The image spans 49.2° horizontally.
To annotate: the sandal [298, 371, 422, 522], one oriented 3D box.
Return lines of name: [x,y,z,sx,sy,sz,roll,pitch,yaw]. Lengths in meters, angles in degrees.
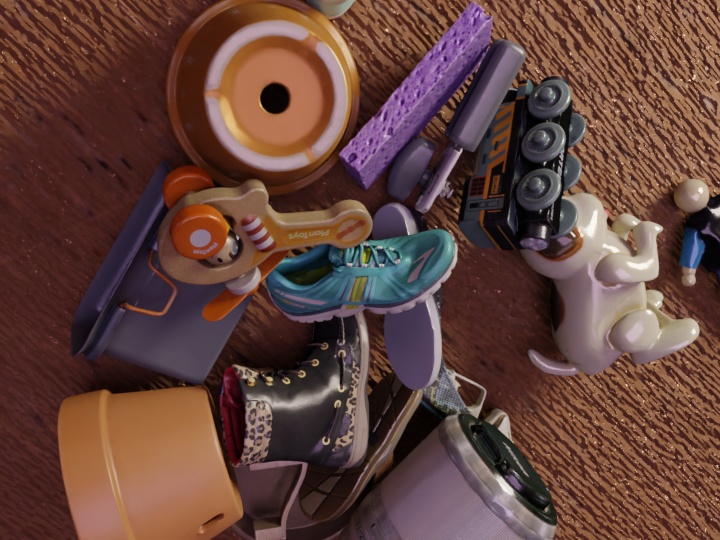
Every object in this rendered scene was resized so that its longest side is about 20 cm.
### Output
sandal: [0.009,0.202,0.879,0.201,0.080,0.054,-52,128,-2]

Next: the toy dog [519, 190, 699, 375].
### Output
toy dog: [0.252,0.003,0.892,0.192,0.140,0.201,-28,106,15]

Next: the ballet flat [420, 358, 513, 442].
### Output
ballet flat: [0.136,0.176,0.926,0.074,0.074,0.200,-45,108,0]

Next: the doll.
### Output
doll: [0.442,-0.026,0.955,0.136,0.048,0.201,-39,107,-2]

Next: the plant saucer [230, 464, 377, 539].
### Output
plant saucer: [-0.075,0.228,0.912,0.197,0.029,0.203,-3,102,-12]

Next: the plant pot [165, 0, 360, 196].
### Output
plant pot: [-0.087,-0.165,0.744,0.197,0.183,0.203,-2,102,-11]

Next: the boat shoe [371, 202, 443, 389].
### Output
boat shoe: [0.061,0.026,0.862,0.066,0.069,0.203,-5,80,-50]

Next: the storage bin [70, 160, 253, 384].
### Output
storage bin: [-0.183,0.015,0.795,0.133,0.145,0.202,28,95,-26]

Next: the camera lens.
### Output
camera lens: [0.093,0.266,0.827,0.160,0.160,0.200,41,100,-17]

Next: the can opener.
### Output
can opener: [0.100,-0.151,0.821,0.066,0.053,0.201,29,104,-16]

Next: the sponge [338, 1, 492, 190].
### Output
sponge: [0.058,-0.173,0.811,0.030,0.112,0.200,41,91,7]

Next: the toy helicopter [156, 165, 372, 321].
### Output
toy helicopter: [-0.085,-0.025,0.719,0.197,0.079,0.134,-7,130,-17]

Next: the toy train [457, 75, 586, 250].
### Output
toy train: [0.168,-0.112,0.821,0.085,0.113,0.203,40,55,-50]

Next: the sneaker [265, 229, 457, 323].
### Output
sneaker: [0.000,0.000,0.783,0.197,0.078,0.080,-15,141,8]

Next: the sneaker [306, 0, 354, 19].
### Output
sneaker: [0.017,-0.342,0.762,0.073,0.118,0.202,28,94,-14]

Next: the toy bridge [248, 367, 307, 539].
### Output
toy bridge: [-0.093,0.207,0.875,0.066,0.027,0.203,-6,102,-11]

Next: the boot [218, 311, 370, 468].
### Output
boot: [-0.068,0.108,0.821,0.149,0.073,0.203,4,80,-33]

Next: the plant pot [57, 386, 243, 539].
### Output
plant pot: [-0.203,0.204,0.792,0.138,0.200,0.203,-17,105,-9]
